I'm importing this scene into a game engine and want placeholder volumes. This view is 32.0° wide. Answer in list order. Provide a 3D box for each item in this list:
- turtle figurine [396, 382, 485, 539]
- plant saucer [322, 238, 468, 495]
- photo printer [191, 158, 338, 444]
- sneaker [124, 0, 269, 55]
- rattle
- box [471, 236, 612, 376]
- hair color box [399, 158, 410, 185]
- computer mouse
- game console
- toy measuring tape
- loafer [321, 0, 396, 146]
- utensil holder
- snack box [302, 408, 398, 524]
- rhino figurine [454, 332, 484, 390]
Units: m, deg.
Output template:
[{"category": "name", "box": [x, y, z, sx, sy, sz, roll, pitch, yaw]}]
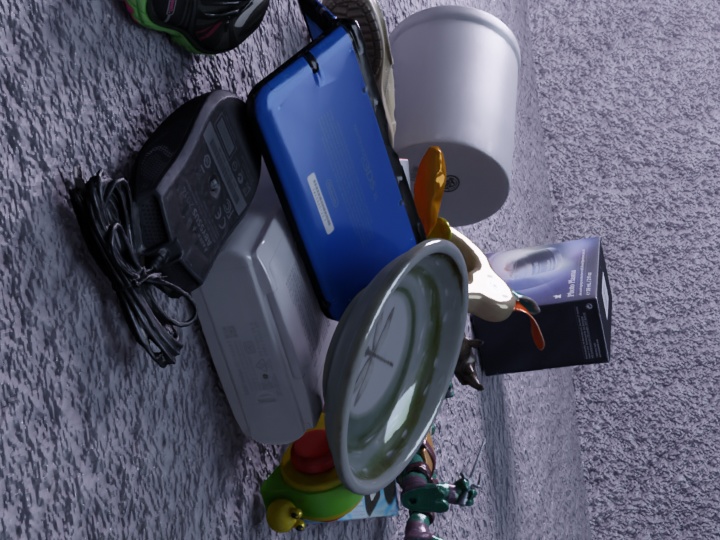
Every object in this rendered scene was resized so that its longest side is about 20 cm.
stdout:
[{"category": "turtle figurine", "box": [0.072, 0.200, 1.326, 0.201, 0.099, 0.151, -79, 150, -57]}, {"category": "plant saucer", "box": [0.018, 0.068, 0.957, 0.200, 0.050, 0.203, -43, 143, -44]}, {"category": "photo printer", "box": [-0.062, 0.010, 0.979, 0.201, 0.068, 0.168, -71, 148, -58]}, {"category": "sneaker", "box": [-0.101, -0.199, 0.902, 0.200, 0.082, 0.078, -27, 110, -73]}, {"category": "rattle", "box": [0.127, -0.022, 1.247, 0.144, 0.198, 0.130, -62, 180, 16]}, {"category": "box", "box": [0.287, 0.055, 1.972, 0.201, 0.195, 0.125, -69, 146, -59]}, {"category": "hair color box", "box": [0.000, 0.000, 1.151, 0.100, 0.061, 0.203, 1, 81, -41]}, {"category": "computer mouse", "box": [-0.126, -0.048, 0.825, 0.201, 0.052, 0.140, -62, 141, -47]}, {"category": "game console", "box": [-0.033, -0.093, 0.980, 0.171, 0.117, 0.202, -43, 127, -33]}, {"category": "toy measuring tape", "box": [-0.010, 0.142, 1.020, 0.200, 0.073, 0.074, -47, 132, -42]}, {"category": "loafer", "box": [-0.003, -0.208, 1.289, 0.069, 0.074, 0.202, -81, 167, -48]}, {"category": "utensil holder", "box": [0.103, -0.177, 1.472, 0.171, 0.167, 0.202, 63, 27, -51]}, {"category": "snack box", "box": [-0.010, 0.170, 1.158, 0.200, 0.037, 0.118, 28, 56, -71]}, {"category": "rhino figurine", "box": [0.075, 0.044, 1.308, 0.201, 0.059, 0.088, 59, -16, 27]}]
